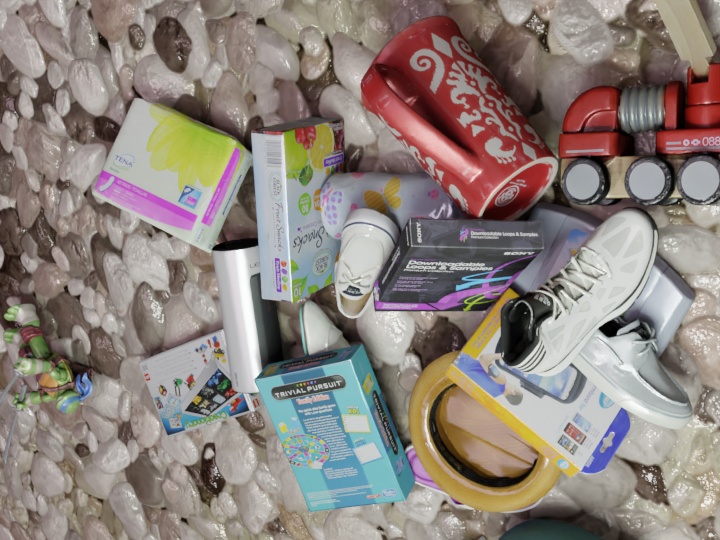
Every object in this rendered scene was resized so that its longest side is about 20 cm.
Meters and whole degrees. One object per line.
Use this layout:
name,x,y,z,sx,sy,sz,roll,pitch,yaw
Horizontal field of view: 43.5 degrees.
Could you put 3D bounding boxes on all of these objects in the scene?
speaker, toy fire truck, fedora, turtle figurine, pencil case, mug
speaker,-0.153,0.059,1.244,0.080,0.081,0.205,1,104,32
toy fire truck,0.282,-0.166,0.883,0.173,0.128,0.205,3,94,32
fedora,0.155,0.183,1.075,0.197,0.081,0.206,5,101,27
turtle figurine,-0.557,0.167,1.481,0.198,0.145,0.195,-31,62,-6
pencil case,0.048,-0.076,1.072,0.196,0.090,0.085,3,82,31
mug,0.090,-0.142,0.947,0.201,0.175,0.134,54,150,22

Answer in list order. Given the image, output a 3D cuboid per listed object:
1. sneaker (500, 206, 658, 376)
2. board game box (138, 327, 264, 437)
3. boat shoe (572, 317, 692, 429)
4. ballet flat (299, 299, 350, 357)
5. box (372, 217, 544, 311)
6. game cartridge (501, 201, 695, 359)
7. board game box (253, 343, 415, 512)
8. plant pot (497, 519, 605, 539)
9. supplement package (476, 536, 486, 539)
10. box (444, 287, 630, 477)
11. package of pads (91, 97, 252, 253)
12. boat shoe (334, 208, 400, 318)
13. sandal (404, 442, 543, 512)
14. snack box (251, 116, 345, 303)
sneaker,0.209,0.024,0.878,0.076,0.115,0.202,43,109,28
board game box,-0.242,0.169,1.360,0.197,0.034,0.129,-21,92,35
boat shoe,0.269,0.080,0.943,0.200,0.070,0.072,40,126,20
ballet flat,-0.036,0.134,1.208,0.068,0.069,0.204,4,110,31
box,0.099,-0.002,0.977,0.201,0.140,0.037,113,155,-66
game cartridge,0.257,0.017,0.995,0.198,0.040,0.135,33,116,20
board game box,-0.032,0.207,1.168,0.148,0.047,0.204,-13,105,28
plant pot,0.219,0.373,1.050,0.135,0.196,0.204,50,132,53
supplement package,0.163,0.466,1.141,0.201,0.109,0.114,50,123,10
box,0.204,0.127,0.986,0.199,0.119,0.042,37,156,11
package of pads,-0.255,-0.135,1.226,0.197,0.068,0.157,24,87,25
boat shoe,0.000,0.000,1.073,0.070,0.071,0.201,18,154,0
sandal,0.137,0.266,1.136,0.199,0.050,0.084,1,105,32
snack box,-0.070,-0.078,1.111,0.052,0.142,0.205,7,107,29
